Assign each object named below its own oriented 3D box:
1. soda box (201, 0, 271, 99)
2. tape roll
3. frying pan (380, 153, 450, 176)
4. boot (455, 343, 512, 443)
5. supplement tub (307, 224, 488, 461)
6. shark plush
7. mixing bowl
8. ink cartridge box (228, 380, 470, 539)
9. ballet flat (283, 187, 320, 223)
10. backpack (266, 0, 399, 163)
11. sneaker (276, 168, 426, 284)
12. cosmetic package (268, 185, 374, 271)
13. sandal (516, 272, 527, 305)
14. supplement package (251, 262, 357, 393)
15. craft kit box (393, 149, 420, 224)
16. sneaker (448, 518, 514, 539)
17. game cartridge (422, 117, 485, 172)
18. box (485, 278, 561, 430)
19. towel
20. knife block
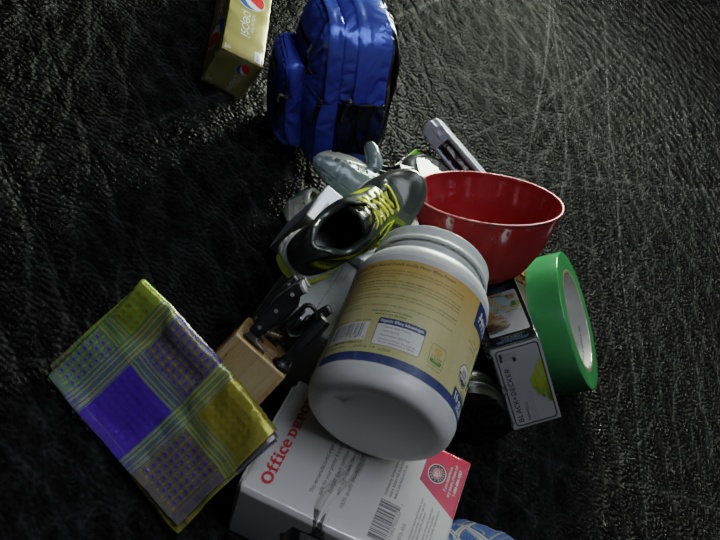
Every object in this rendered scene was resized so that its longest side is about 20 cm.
[{"bbox_3d":[-0.171,-0.340,1.198,0.064,0.068,0.200,23,47,-25],"label":"soda box"},{"bbox_3d":[0.289,0.076,1.214,0.200,0.048,0.201,46,36,-51],"label":"tape roll"},{"bbox_3d":[0.075,-0.146,1.229,0.190,0.031,0.115,34,41,-19],"label":"frying pan"},{"bbox_3d":[0.121,0.116,1.039,0.211,0.079,0.158,57,18,-64],"label":"boot"},{"bbox_3d":[0.045,0.067,0.833,0.144,0.144,0.200,34,52,-15],"label":"supplement tub"},{"bbox_3d":[0.014,-0.073,1.094,0.200,0.091,0.083,57,20,-3],"label":"shark plush"},{"bbox_3d":[0.162,-0.050,1.134,0.200,0.109,0.200,5,24,-2],"label":"mixing bowl"},{"bbox_3d":[-0.010,0.222,0.845,0.200,0.084,0.145,25,42,4],"label":"ink cartridge box"},{"bbox_3d":[-0.009,-0.036,1.103,0.200,0.069,0.070,37,42,-12],"label":"ballet flat"},{"bbox_3d":[-0.035,-0.259,1.127,0.167,0.200,0.163,0,40,-20],"label":"backpack"},{"bbox_3d":[0.006,-0.051,0.900,0.200,0.085,0.075,-37,93,-28],"label":"sneaker"},{"bbox_3d":[0.000,0.000,1.015,0.200,0.151,0.052,39,64,-10],"label":"cosmetic package"},{"bbox_3d":[0.246,0.005,1.295,0.080,0.054,0.200,16,50,-31],"label":"sandal"},{"bbox_3d":[-0.021,0.086,0.958,0.200,0.117,0.117,40,43,-7],"label":"supplement package"},{"bbox_3d":[0.092,-0.059,1.225,0.200,0.049,0.198,47,38,0],"label":"craft kit box"},{"bbox_3d":[0.094,0.314,0.929,0.200,0.076,0.077,14,13,-21],"label":"sneaker"},{"bbox_3d":[0.173,-0.152,1.328,0.200,0.041,0.133,50,17,1],"label":"game cartridge"},{"bbox_3d":[0.195,0.099,1.084,0.200,0.060,0.117,-85,157,-70],"label":"box"},{"bbox_3d":[-0.183,0.124,0.782,0.200,0.144,0.023,50,9,5],"label":"towel"},{"bbox_3d":[-0.112,0.096,0.808,0.064,0.176,0.200,43,53,-4],"label":"knife block"}]
